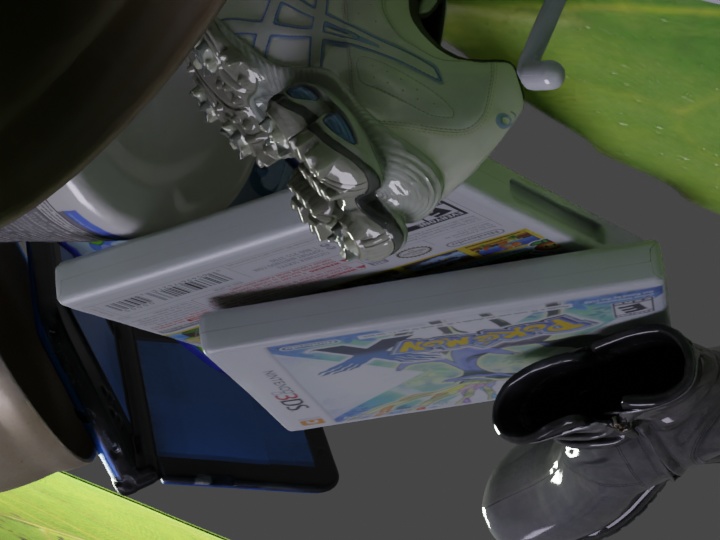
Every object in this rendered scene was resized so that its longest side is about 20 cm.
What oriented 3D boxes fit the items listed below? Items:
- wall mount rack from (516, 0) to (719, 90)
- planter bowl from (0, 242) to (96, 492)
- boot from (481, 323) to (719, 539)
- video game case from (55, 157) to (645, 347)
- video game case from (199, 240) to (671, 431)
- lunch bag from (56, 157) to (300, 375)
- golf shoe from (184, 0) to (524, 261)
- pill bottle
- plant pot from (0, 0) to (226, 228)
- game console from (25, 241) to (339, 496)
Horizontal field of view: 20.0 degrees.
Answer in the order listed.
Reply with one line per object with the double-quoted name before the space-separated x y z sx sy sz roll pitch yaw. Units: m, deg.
"wall mount rack" 0.064 -0.115 0.598 0.200 0.075 0.174 33 160 -25
"planter bowl" -0.248 0.042 1.104 0.200 0.135 0.201 -90 -26 -88
"boot" 0.103 0.075 0.967 0.131 0.070 0.200 12 143 -45
"video game case" 0.000 0.000 0.895 0.200 0.023 0.182 -17 159 29
"video game case" 0.043 0.035 0.941 0.200 0.022 0.182 -10 164 7
"lunch bag" -0.072 -0.007 1.077 0.161 0.083 0.200 12 158 43
"golf shoe" -0.013 -0.084 0.791 0.200 0.097 0.078 46 166 41
"pill bottle" -0.145 -0.070 0.939 0.114 0.114 0.200 37 158 -33
"plant pot" -0.149 -0.135 0.678 0.173 0.200 0.200 38 164 11
"game console" -0.109 0.037 1.192 0.200 0.118 0.171 -116 2 -63
